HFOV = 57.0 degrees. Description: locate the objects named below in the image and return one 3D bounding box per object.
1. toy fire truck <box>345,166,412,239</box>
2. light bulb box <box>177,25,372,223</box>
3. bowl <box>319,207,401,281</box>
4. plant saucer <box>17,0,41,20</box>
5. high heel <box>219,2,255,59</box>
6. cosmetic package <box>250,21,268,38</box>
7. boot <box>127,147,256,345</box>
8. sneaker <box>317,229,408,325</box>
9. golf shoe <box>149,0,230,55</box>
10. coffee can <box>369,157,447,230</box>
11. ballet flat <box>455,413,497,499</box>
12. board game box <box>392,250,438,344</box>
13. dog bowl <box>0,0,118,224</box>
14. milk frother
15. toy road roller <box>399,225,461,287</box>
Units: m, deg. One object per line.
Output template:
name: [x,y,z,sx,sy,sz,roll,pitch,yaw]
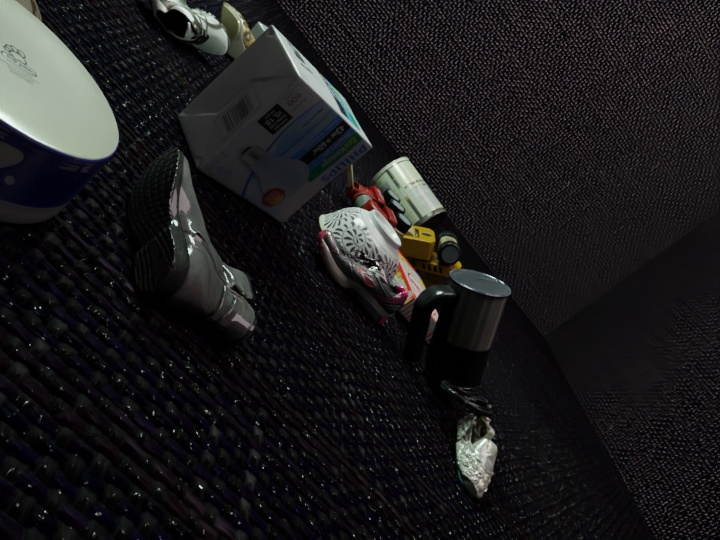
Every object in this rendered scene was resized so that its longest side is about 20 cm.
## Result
toy fire truck: [0.015,-0.162,1.519,0.198,0.129,0.177,30,24,-29]
light bulb box: [-0.123,-0.206,0.983,0.199,0.197,0.126,31,27,-53]
bowl: [0.017,-0.055,1.287,0.201,0.094,0.201,48,15,-16]
plant saucer: [-0.396,-0.297,0.659,0.201,0.034,0.201,50,14,-17]
high heel: [-0.257,-0.511,1.536,0.142,0.070,0.203,-2,70,-68]
cosmetic package: [-0.229,-0.566,1.744,0.107,0.090,0.200,49,17,0]
boot: [-0.170,-0.023,0.687,0.132,0.069,0.203,42,28,-46]
sneaker: [0.000,0.000,1.138,0.200,0.074,0.081,46,15,-25]
golf shoe: [-0.317,-0.445,1.225,0.199,0.077,0.096,31,42,-52]
coffee can: [0.138,-0.203,1.922,0.202,0.146,0.146,56,14,13]
ballet flat: [0.191,0.287,1.084,0.072,0.071,0.200,50,15,-9]
board game box: [0.103,0.045,1.402,0.152,0.046,0.202,47,15,-40]
dog bowl: [-0.292,-0.140,0.520,0.201,0.078,0.201,49,14,-17]
milk frother: [0.194,0.126,1.156,0.178,0.192,0.199,-4,26,-42]
toy road roller: [0.161,-0.028,1.695,0.196,0.149,0.123,13,19,-1]
